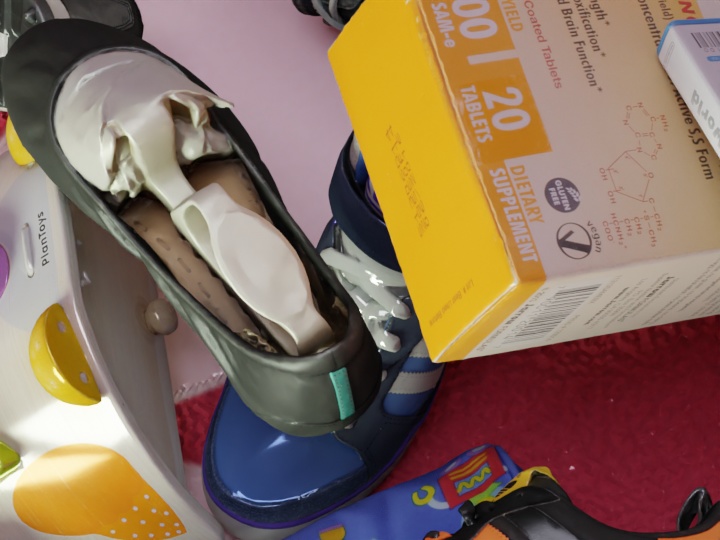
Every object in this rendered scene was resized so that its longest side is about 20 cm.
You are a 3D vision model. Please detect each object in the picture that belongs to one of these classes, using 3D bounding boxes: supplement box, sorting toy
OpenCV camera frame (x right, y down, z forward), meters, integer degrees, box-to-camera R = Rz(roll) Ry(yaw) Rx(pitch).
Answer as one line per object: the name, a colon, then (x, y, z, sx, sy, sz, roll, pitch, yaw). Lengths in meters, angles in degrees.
supplement box: (0.105, -0.050, 0.980, 0.200, 0.074, 0.126, -10, 70, -28)
sorting toy: (-0.164, 0.036, 1.091, 0.180, 0.107, 0.200, -25, 56, 21)

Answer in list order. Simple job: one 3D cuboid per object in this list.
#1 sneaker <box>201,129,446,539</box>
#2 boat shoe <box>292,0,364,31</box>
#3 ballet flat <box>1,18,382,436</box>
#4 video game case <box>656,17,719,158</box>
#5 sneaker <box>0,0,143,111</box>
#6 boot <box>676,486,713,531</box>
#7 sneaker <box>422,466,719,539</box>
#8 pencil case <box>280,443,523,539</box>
sneaker: (0.000, 0.000, 1.046, 0.081, 0.146, 0.200, 36, 76, 21)
boat shoe: (0.003, -0.128, 1.153, 0.071, 0.072, 0.200, -40, 56, -1)
ballet flat: (-0.059, -0.029, 0.998, 0.068, 0.068, 0.200, -38, 73, -15)
video game case: (0.199, -0.014, 0.904, 0.143, 0.018, 0.200, -5, 46, -24)
sneaker: (-0.170, -0.107, 1.168, 0.200, 0.090, 0.067, 15, 108, 38)
boot: (0.142, 0.189, 0.985, 0.174, 0.069, 0.200, -43, 65, -10)
sneaker: (0.038, 0.111, 0.962, 0.200, 0.070, 0.090, 5, 74, -2)
pencil case: (-0.011, 0.138, 1.025, 0.200, 0.078, 0.087, -27, 43, -2)
